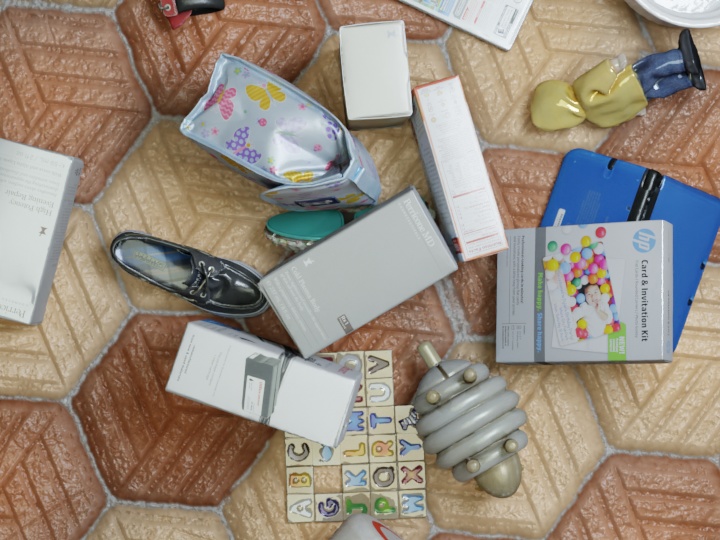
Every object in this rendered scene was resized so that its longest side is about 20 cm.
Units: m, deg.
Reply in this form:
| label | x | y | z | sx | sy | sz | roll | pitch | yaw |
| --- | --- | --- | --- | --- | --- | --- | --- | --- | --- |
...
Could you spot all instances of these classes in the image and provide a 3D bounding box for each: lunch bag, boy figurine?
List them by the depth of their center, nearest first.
| label | x | y | z | sx | sy | sz | roll | pitch | yaw |
| --- | --- | --- | --- | --- | --- | --- | --- | --- | --- |
| lunch bag | -0.078 | -0.134 | 1.648 | 0.199 | 0.170 | 0.128 | 29 | 91 | 11 |
| boy figurine | 0.292 | -0.206 | 1.701 | 0.199 | 0.124 | 0.065 | -17 | 62 | 22 |

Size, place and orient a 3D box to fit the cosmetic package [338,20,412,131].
| label | x | y | z | sx | sy | sz | roll | pitch | yaw |
| --- | --- | --- | --- | --- | --- | --- | --- | --- | --- |
| cosmetic package | 0.014 | -0.212 | 1.648 | 0.071 | 0.200 | 0.106 | -5 | 91 | -1 |

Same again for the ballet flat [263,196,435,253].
| label | x | y | z | sx | sy | sz | roll | pitch | yaw |
| --- | --- | --- | --- | --- | --- | --- | --- | --- | --- |
| ballet flat | -0.010 | -0.039 | 1.722 | 0.199 | 0.076 | 0.064 | -7 | 125 | 5 |

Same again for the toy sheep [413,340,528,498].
| label | x | y | z | sx | sy | sz | roll | pitch | yaw |
| --- | --- | --- | --- | --- | --- | --- | --- | --- | --- |
| toy sheep | 0.123 | 0.168 | 1.694 | 0.137 | 0.138 | 0.201 | -26 | 82 | 1 |

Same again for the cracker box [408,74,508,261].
| label | x | y | z | sx | sy | sz | roll | pitch | yaw |
| --- | --- | --- | --- | --- | --- | --- | --- | --- | --- |
| cracker box | 0.107 | -0.112 | 1.683 | 0.057 | 0.134 | 0.201 | -16 | 92 | -3 |

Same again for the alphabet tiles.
| label | x | y | z | sx | sy | sz | roll | pitch | yaw |
| --- | --- | --- | --- | --- | --- | --- | --- | --- | --- |
| alphabet tiles | -0.008 | 0.195 | 1.755 | 0.166 | 0.008 | 0.201 | -3 | 92 | 0 |

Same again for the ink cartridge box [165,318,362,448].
| label | x | y | z | sx | sy | sz | roll | pitch | yaw |
| --- | --- | --- | --- | --- | --- | --- | --- | --- | --- |
| ink cartridge box | -0.103 | 0.125 | 1.679 | 0.199 | 0.145 | 0.085 | 19 | 91 | 3 |

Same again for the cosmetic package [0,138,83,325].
| label | x | y | z | sx | sy | sz | roll | pitch | yaw |
| --- | --- | --- | --- | --- | --- | --- | --- | --- | --- |
| cosmetic package | -0.396 | -0.045 | 1.717 | 0.101 | 0.074 | 0.201 | 14 | 90 | 0 |

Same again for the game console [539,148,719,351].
| label | x | y | z | sx | sy | sz | roll | pitch | yaw |
| --- | --- | --- | --- | --- | --- | --- | --- | --- | --- |
| game console | 0.304 | -0.020 | 1.745 | 0.170 | 0.118 | 0.201 | 20 | 91 | 31 |

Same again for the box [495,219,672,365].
| label | x | y | z | sx | sy | sz | roll | pitch | yaw |
| --- | --- | --- | --- | --- | --- | --- | --- | --- | --- |
| box | 0.251 | 0.028 | 1.676 | 0.199 | 0.041 | 0.157 | -2 | 82 | 28 |

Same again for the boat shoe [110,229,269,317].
| label | x | y | z | sx | sy | sz | roll | pitch | yaw |
| --- | --- | --- | --- | --- | --- | --- | --- | --- | --- |
| boat shoe | -0.198 | 0.003 | 1.720 | 0.199 | 0.066 | 0.070 | 24 | 91 | 0 |

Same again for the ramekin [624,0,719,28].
| label | x | y | z | sx | sy | sz | roll | pitch | yaw |
| --- | --- | --- | --- | --- | --- | --- | --- | --- | --- |
| ramekin | 0.376 | -0.372 | 1.696 | 0.199 | 0.098 | 0.202 | 0 | 92 | 0 |

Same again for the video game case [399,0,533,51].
| label | x | y | z | sx | sy | sz | roll | pitch | yaw |
| --- | --- | --- | --- | --- | --- | --- | --- | --- | --- |
| video game case | 0.114 | -0.363 | 1.736 | 0.199 | 0.018 | 0.144 | 25 | 92 | -1 |

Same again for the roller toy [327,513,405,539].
| label | x | y | z | sx | sy | sz | roll | pitch | yaw |
| --- | --- | --- | --- | --- | --- | --- | --- | --- | --- |
| roller toy | 0.020 | 0.379 | 1.674 | 0.182 | 0.200 | 0.140 | 41 | 91 | 22 |

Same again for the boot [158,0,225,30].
| label | x | y | z | sx | sy | sz | roll | pitch | yaw |
| --- | --- | --- | --- | --- | --- | --- | --- | --- | --- |
| boot | -0.253 | -0.354 | 1.712 | 0.199 | 0.072 | 0.145 | 4 | 93 | -4 |

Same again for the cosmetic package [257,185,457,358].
| label | x | y | z | sx | sy | sz | roll | pitch | yaw |
| --- | --- | --- | --- | --- | --- | --- | --- | --- | --- |
| cosmetic package | 0.000 | 0.000 | 1.645 | 0.200 | 0.090 | 0.107 | -32 | 94 | 8 |
